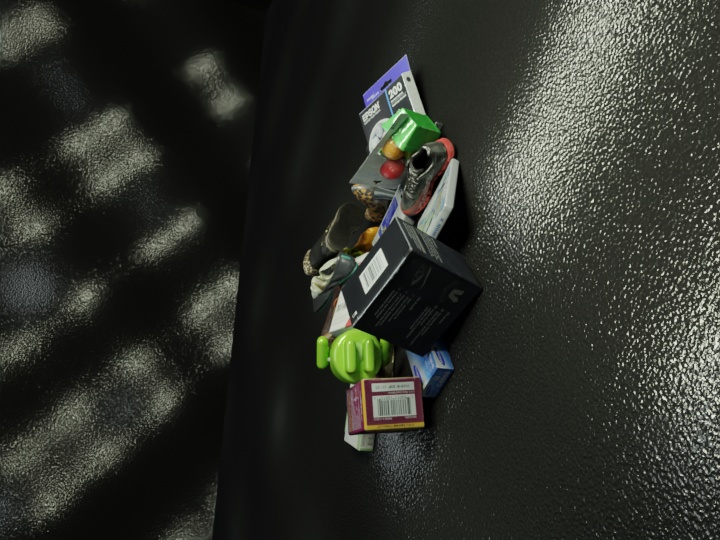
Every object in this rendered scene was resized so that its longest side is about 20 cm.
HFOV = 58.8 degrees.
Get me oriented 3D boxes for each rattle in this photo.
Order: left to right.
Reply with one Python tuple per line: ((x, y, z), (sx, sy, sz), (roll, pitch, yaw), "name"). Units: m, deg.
((0.000, 0.000, 1.682), (0.140, 0.132, 0.202), (-23, 23, 23), "rattle")

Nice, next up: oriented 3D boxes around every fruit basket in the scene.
((0.081, -0.273, 1.465), (0.200, 0.183, 0.095), (-45, 65, 32), "fruit basket")

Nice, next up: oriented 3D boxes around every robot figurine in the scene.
((-0.013, 0.195, 1.441), (0.200, 0.169, 0.120), (129, 137, -78), "robot figurine")

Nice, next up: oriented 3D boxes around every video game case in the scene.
((0.157, -0.117, 1.364), (0.202, 0.021, 0.185), (-74, 8, -53), "video game case")

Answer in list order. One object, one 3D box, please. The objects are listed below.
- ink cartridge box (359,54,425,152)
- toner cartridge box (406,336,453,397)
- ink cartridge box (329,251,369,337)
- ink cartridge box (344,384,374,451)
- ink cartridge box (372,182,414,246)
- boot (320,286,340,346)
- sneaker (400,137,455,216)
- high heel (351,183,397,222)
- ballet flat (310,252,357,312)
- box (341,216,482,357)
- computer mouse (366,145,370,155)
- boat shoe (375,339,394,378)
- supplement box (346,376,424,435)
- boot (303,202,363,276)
((0.074, -0.405, 1.624), (0.197, 0.042, 0.206), (-30, 73, 50), "ink cartridge box")
((0.137, 0.160, 1.377), (0.203, 0.042, 0.096), (-105, 30, -45), "toner cartridge box")
((0.016, 0.065, 1.561), (0.145, 0.082, 0.205), (-23, 43, 49), "ink cartridge box")
((-0.014, 0.371, 1.669), (0.199, 0.047, 0.151), (-178, 95, -66), "ink cartridge box")
((0.088, -0.110, 1.608), (0.101, 0.038, 0.203), (-105, 30, -45), "ink cartridge box")
((-0.070, 0.136, 1.898), (0.202, 0.070, 0.170), (120, 162, -44), "boot")
((0.130, -0.207, 1.432), (0.071, 0.096, 0.203), (51, 129, 28), "sneaker")
((0.012, -0.183, 1.684), (0.199, 0.138, 0.074), (152, 125, -63), "high heel")
((-0.084, 0.025, 1.616), (0.201, 0.071, 0.075), (-49, 37, 35), "ballet flat")
((0.098, 0.037, 1.263), (0.198, 0.197, 0.119), (-51, 33, 22), "box")
((0.084, -0.379, 1.697), (0.138, 0.051, 0.205), (43, 129, 45), "computer mouse")
((0.053, 0.251, 1.545), (0.072, 0.062, 0.207), (7, 91, 42), "boat shoe")
((0.049, 0.294, 1.373), (0.200, 0.126, 0.107), (126, 141, -69), "supplement box")
((-0.072, -0.081, 1.672), (0.151, 0.072, 0.202), (-45, 14, 40), "boot")
